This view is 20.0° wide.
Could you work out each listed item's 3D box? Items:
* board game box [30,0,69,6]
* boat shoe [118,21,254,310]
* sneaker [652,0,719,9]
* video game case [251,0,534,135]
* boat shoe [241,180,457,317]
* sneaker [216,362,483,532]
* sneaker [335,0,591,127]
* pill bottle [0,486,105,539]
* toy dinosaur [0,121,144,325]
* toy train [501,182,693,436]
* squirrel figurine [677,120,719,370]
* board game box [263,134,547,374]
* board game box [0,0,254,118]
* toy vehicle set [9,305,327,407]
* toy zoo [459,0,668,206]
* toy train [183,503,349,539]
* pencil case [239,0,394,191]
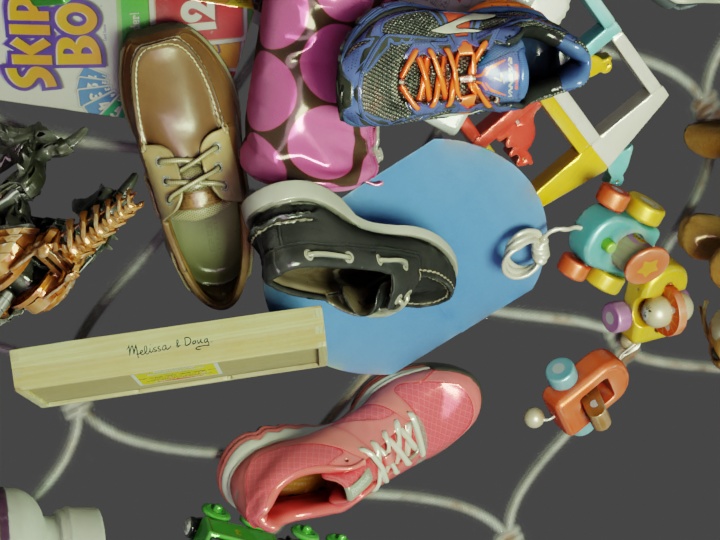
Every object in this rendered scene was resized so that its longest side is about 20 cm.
[{"bbox_3d":[-0.152,-0.276,1.209,0.200,0.040,0.154,-44,119,-26],"label":"board game box"},{"bbox_3d":[-0.103,-0.062,1.310,0.075,0.074,0.201,-16,127,-2],"label":"boat shoe"},{"bbox_3d":[0.234,-0.261,1.317,0.077,0.146,0.203,26,100,-22],"label":"sneaker"},{"bbox_3d":[0.034,-0.217,1.326,0.181,0.023,0.201,28,101,-13],"label":"video game case"},{"bbox_3d":[0.000,0.000,1.304,0.073,0.061,0.200,-24,153,25],"label":"boat shoe"},{"bbox_3d":[0.002,0.134,1.431,0.199,0.087,0.074,-23,116,-7],"label":"sneaker"},{"bbox_3d":[0.065,-0.129,1.259,0.199,0.078,0.076,-19,116,-38],"label":"sneaker"},{"bbox_3d":[-0.273,0.201,1.362,0.198,0.112,0.113,2,110,-17],"label":"pill bottle"},{"bbox_3d":[-0.202,-0.012,1.283,0.198,0.136,0.103,-1,137,28],"label":"toy dinosaur"},{"bbox_3d":[0.173,0.036,1.435,0.150,0.056,0.201,-34,135,-12],"label":"toy train"},{"bbox_3d":[0.324,-0.007,1.438,0.198,0.141,0.189,-7,105,-22],"label":"squirrel figurine"},{"bbox_3d":[0.029,-0.016,1.401,0.199,0.039,0.158,-32,130,11],"label":"board game box"},{"bbox_3d":[-0.174,-0.146,1.293,0.198,0.030,0.096,8,125,-17],"label":"board game box"},{"bbox_3d":[-0.120,0.057,1.330,0.198,0.124,0.027,-8,82,-3],"label":"toy vehicle set"},{"bbox_3d":[0.123,-0.130,1.401,0.131,0.020,0.200,-39,115,1],"label":"toy zoo"},{"bbox_3d":[-0.033,0.211,1.467,0.198,0.056,0.042,17,105,-21],"label":"toy train"},{"bbox_3d":[-0.017,-0.151,1.282,0.093,0.091,0.202,9,103,1],"label":"pencil case"}]
